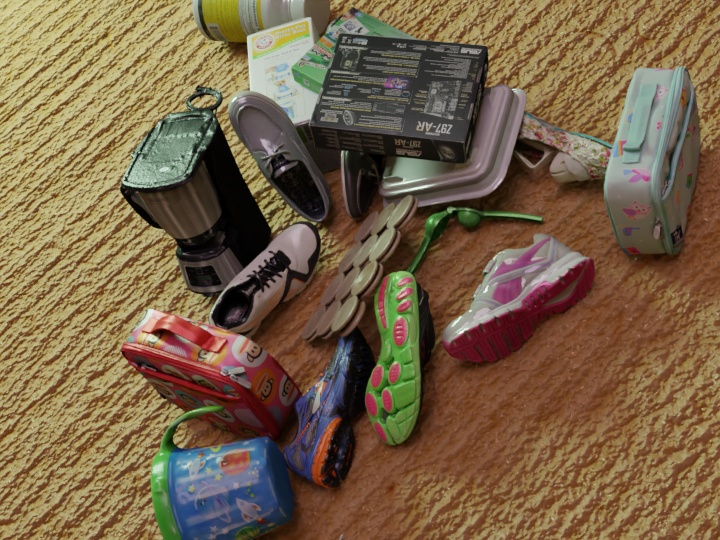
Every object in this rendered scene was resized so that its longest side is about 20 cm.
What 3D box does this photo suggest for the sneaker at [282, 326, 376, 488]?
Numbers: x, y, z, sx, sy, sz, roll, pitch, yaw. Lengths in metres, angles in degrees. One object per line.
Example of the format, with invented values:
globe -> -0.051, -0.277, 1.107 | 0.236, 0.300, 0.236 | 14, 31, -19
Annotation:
sneaker -> -0.040, 0.152, 1.243 | 0.078, 0.075, 0.201 | 3, 57, 28

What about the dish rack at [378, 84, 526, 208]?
dish rack -> 0.110, -0.165, 1.375 | 0.199, 0.043, 0.173 | -8, 53, 43

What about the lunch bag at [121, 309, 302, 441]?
lunch bag -> -0.180, 0.115, 1.256 | 0.199, 0.177, 0.082 | 13, 59, 33

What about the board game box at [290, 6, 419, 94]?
board game box -> 0.025, -0.263, 1.407 | 0.199, 0.029, 0.135 | 32, 68, 25

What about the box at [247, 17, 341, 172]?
box -> -0.093, -0.242, 1.504 | 0.100, 0.113, 0.201 | -14, 55, 10

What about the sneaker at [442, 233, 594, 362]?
sneaker -> 0.173, 0.030, 1.239 | 0.199, 0.082, 0.088 | -32, 50, -11

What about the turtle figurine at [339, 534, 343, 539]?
turtle figurine -> 0.026, 0.368, 1.052 | 0.149, 0.100, 0.202 | -9, 69, 34

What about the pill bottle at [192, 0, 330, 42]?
pill bottle -> -0.152, -0.409, 1.643 | 0.198, 0.112, 0.112 | 9, 61, 26

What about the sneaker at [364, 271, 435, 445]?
sneaker -> 0.057, 0.103, 1.233 | 0.076, 0.084, 0.202 | -4, 73, 37

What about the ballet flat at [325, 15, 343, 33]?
ballet flat -> -0.003, -0.305, 1.530 | 0.072, 0.072, 0.201 | -28, 51, 2

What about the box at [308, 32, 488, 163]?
box -> 0.051, -0.219, 1.331 | 0.198, 0.044, 0.161 | 7, 59, 13

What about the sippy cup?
sippy cup -> -0.147, 0.249, 1.180 | 0.129, 0.179, 0.140 | -17, 31, 7

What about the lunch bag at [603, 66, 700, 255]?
lunch bag -> 0.339, -0.125, 1.218 | 0.076, 0.161, 0.201 | 5, 59, 25

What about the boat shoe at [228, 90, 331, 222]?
boat shoe -> -0.099, -0.146, 1.383 | 0.070, 0.201, 0.072 | -34, 27, 8

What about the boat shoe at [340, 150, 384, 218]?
boat shoe -> 0.012, -0.168, 1.424 | 0.056, 0.067, 0.202 | -2, 71, 19

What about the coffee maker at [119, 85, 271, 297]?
coffee maker -> -0.196, -0.099, 1.391 | 0.134, 0.201, 0.192 | 20, 57, 36

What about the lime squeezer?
lime squeezer -> 0.126, -0.051, 1.334 | 0.199, 0.038, 0.071 | -25, 52, 4

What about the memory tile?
memory tile -> 0.000, 0.000, 1.308 | 0.201, 0.017, 0.153 | -61, 16, -21

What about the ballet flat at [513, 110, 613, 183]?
ballet flat -> 0.246, -0.146, 1.334 | 0.199, 0.076, 0.064 | 32, 83, 45

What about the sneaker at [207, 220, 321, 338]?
sneaker -> -0.119, 0.016, 1.351 | 0.074, 0.080, 0.200 | 37, 78, 8
